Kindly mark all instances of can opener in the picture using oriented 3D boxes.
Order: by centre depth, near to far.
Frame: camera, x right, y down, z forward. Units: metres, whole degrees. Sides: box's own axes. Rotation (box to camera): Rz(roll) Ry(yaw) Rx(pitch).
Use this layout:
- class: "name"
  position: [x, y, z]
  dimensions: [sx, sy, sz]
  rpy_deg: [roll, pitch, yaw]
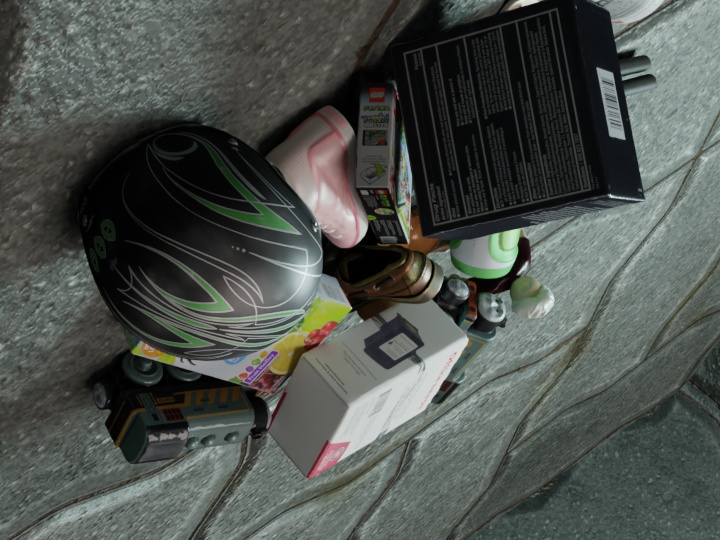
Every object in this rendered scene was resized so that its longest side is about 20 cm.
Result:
- class: "can opener"
  position: [0.304, -0.237, 1.876]
  dimensions: [0.067, 0.053, 0.200]
  rpy_deg: [-17, -179, 42]

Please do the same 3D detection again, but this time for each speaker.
- class: "speaker"
  position: [0.156, -0.094, 1.714]
  dimensions: [0.088, 0.088, 0.200]
  rpy_deg: [-22, 130, -43]

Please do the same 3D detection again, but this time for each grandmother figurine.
- class: "grandmother figurine"
  position: [0.162, -0.015, 1.816]
  dimensions: [0.121, 0.200, 0.061]
  rpy_deg: [-42, 160, -3]

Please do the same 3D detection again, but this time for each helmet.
- class: "helmet"
  position: [-0.135, -0.014, 1.288]
  dimensions: [0.200, 0.191, 0.200]
  rpy_deg: [-35, 158, -16]

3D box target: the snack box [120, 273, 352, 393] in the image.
- class: "snack box"
  position: [-0.127, 0.047, 1.520]
  dimensions: [0.200, 0.053, 0.142]
  rpy_deg: [22, 118, -43]

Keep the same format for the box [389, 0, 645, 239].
- class: "box"
  position: [0.155, -0.146, 1.443]
  dimensions: [0.198, 0.200, 0.123]
  rpy_deg: [-12, 175, 27]

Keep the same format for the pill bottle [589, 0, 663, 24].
- class: "pill bottle"
  position: [0.234, -0.316, 1.471]
  dimensions: [0.114, 0.114, 0.200]
  rpy_deg: [-50, 159, 21]

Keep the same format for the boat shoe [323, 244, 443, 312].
- class: "boat shoe"
  position: [0.000, 0.000, 1.642]
  dimensions: [0.200, 0.072, 0.068]
  rpy_deg: [-10, 146, 43]

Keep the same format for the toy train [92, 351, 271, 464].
- class: "toy train"
  position: [-0.190, 0.147, 1.588]
  dimensions: [0.200, 0.114, 0.085]
  rpy_deg: [-2, 138, -40]

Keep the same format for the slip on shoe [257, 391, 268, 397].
- class: "slip on shoe"
  position: [-0.129, 0.120, 1.764]
  dimensions: [0.076, 0.061, 0.200]
  rpy_deg: [-22, 170, -41]

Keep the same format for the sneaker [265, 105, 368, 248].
- class: "sneaker"
  position: [-0.054, -0.073, 1.487]
  dimensions: [0.105, 0.075, 0.200]
  rpy_deg: [-40, 152, -20]

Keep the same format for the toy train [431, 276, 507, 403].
- class: "toy train"
  position: [0.095, 0.085, 1.794]
  dimensions: [0.114, 0.085, 0.200]
  rpy_deg: [19, 134, -19]

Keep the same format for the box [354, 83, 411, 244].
- class: "box"
  position: [0.026, -0.106, 1.511]
  dimensions: [0.035, 0.110, 0.200]
  rpy_deg: [1, 166, 8]

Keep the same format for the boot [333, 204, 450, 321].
- class: "boot"
  position: [0.023, -0.005, 1.775]
  dimensions: [0.155, 0.077, 0.200]
  rpy_deg: [-1, 146, -51]

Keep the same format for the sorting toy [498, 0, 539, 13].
- class: "sorting toy"
  position: [0.227, -0.195, 1.630]
  dimensions: [0.107, 0.200, 0.180]
  rpy_deg: [-34, 169, 38]

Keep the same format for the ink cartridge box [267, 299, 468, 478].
- class: "ink cartridge box"
  position: [0.008, 0.127, 1.645]
  dimensions: [0.200, 0.084, 0.145]
  rpy_deg: [-26, 155, -40]
